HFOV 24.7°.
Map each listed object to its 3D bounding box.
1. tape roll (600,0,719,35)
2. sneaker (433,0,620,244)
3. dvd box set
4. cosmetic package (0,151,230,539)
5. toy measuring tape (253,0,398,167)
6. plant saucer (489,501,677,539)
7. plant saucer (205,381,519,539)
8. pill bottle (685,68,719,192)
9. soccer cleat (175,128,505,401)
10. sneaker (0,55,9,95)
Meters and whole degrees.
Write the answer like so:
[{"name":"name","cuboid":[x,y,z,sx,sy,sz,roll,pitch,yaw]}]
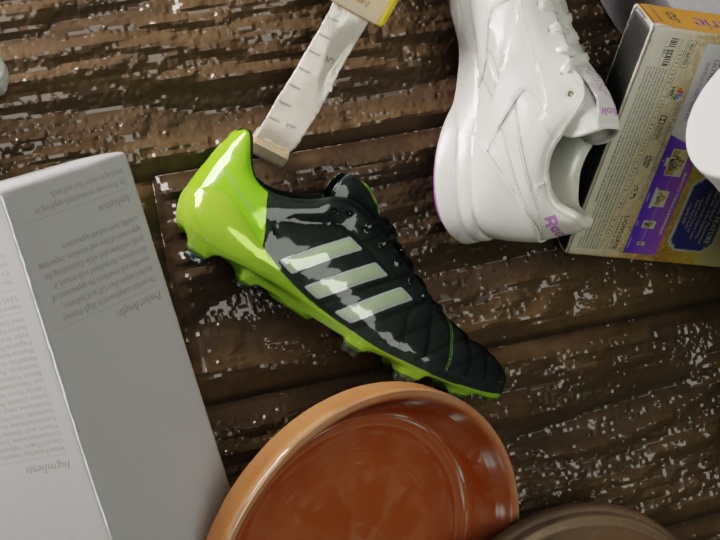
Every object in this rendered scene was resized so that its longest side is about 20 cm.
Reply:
[{"name":"tape roll","cuboid":[0.228,-0.202,0.933,0.199,0.066,0.201,1,88,-17]},{"name":"sneaker","cuboid":[0.095,-0.112,0.868,0.075,0.099,0.201,-3,97,-59]},{"name":"dvd box set","cuboid":[0.220,-0.066,0.904,0.199,0.029,0.147,4,126,-17]},{"name":"cosmetic package","cuboid":[-0.135,0.052,0.780,0.102,0.074,0.201,-26,103,-59]},{"name":"toy measuring tape","cuboid":[-0.004,-0.151,0.871,0.073,0.074,0.200,27,103,-15]},{"name":"plant saucer","cuboid":[0.117,0.225,0.885,0.199,0.029,0.201,-4,98,-26]},{"name":"plant saucer","cuboid":[-0.002,0.151,0.833,0.200,0.032,0.201,-15,114,-35]},{"name":"pill bottle","cuboid":[0.259,-0.032,0.847,0.200,0.113,0.113,36,78,-32]},{"name":"soccer cleat","cuboid":[0.000,0.000,0.853,0.200,0.068,0.081,31,88,-12]},{"name":"sneaker","cuboid":[-0.266,-0.091,0.771,0.199,0.074,0.087,-9,86,-18]}]
